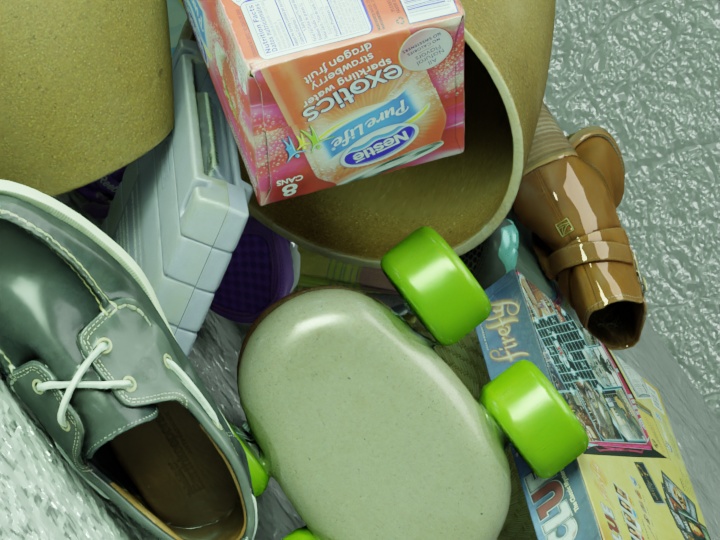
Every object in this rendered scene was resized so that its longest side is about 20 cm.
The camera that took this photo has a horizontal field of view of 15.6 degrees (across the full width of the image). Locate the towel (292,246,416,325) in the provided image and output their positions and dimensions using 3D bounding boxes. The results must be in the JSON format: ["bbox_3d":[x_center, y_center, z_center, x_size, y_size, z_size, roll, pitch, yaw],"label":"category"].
[{"bbox_3d":[-0.006,-0.071,1.479,0.023,0.143,0.200,60,42,-61],"label":"towel"}]

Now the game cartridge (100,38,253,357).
[{"bbox_3d":[-0.091,-0.016,1.238,0.038,0.130,0.200,15,23,-13],"label":"game cartridge"}]

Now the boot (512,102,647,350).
[{"bbox_3d":[0.148,-0.019,1.702,0.200,0.074,0.155,22,39,-63],"label":"boot"}]

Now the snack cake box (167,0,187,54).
[{"bbox_3d":[-0.125,-0.188,1.448,0.200,0.115,0.067,11,39,-39],"label":"snack cake box"}]

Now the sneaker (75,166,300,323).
[{"bbox_3d":[-0.111,-0.046,1.392,0.200,0.080,0.089,53,20,-14],"label":"sneaker"}]

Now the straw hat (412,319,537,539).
[{"bbox_3d":[0.033,0.115,1.477,0.085,0.201,0.201,-40,97,-38],"label":"straw hat"}]

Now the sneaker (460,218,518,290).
[{"bbox_3d":[0.000,0.000,1.519,0.091,0.200,0.078,28,59,-42],"label":"sneaker"}]

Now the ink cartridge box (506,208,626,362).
[{"bbox_3d":[0.054,0.013,1.745,0.200,0.144,0.146,42,17,-52],"label":"ink cartridge box"}]

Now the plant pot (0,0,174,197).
[{"bbox_3d":[-0.167,-0.138,1.199,0.186,0.186,0.200,-92,161,-72],"label":"plant pot"}]

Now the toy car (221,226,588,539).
[{"bbox_3d":[-0.004,0.069,1.319,0.158,0.164,0.200,53,-2,-11],"label":"toy car"}]

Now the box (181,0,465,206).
[{"bbox_3d":[-0.030,-0.140,1.180,0.096,0.099,0.200,88,-17,-52],"label":"box"}]

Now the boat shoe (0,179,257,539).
[{"bbox_3d":[-0.109,0.043,1.105,0.200,0.072,0.068,53,6,-25],"label":"boat shoe"}]

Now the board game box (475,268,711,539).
[{"bbox_3d":[0.126,0.106,1.345,0.135,0.035,0.200,40,23,-35],"label":"board game box"}]

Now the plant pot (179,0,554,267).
[{"bbox_3d":[0.029,-0.134,1.382,0.187,0.186,0.200,52,41,-19],"label":"plant pot"}]
